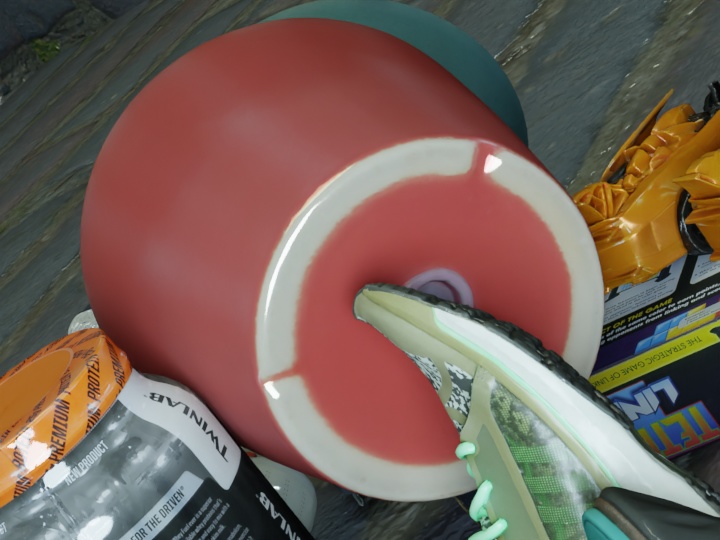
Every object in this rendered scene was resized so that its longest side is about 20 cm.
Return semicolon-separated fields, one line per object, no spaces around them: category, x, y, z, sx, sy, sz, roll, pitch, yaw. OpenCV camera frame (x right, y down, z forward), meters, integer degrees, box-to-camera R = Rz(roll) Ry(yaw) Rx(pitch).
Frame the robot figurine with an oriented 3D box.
robot figurine;0.177;-0.071;0.840;0.145;0.058;0.200;-14;28;53

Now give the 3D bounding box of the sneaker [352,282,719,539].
sneaker;0.061;0.082;0.672;0.089;0.200;0.077;-50;-17;5

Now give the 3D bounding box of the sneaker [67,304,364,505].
sneaker;-0.039;0.062;0.972;0.199;0.130;0.080;-9;21;0

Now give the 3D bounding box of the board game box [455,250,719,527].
board game box;0.140;0.020;0.877;0.200;0.057;0.165;-27;17;32

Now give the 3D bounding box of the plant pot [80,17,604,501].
plant pot;0.000;0.000;0.807;0.200;0.201;0.177;-39;22;-7

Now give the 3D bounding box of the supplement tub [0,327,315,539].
supplement tub;-0.078;0.128;0.773;0.122;0.200;0.123;-33;17;11

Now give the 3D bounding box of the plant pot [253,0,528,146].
plant pot;-0.005;-0.022;1.066;0.200;0.201;0.161;-31;28;21

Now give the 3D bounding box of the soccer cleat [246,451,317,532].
soccer cleat;-0.097;0.161;0.975;0.200;0.069;0.078;-36;20;31

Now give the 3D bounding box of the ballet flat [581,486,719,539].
ballet flat;0.133;0.122;0.555;0.068;0.068;0.200;-27;39;-4
